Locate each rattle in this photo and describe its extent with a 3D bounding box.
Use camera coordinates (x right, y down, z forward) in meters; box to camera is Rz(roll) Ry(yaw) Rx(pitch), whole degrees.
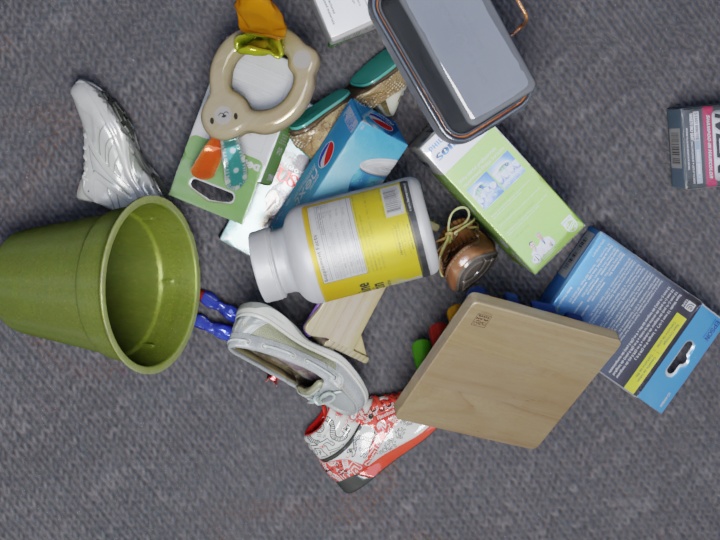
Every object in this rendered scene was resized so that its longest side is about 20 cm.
[{"bbox_3d":[-0.135,-0.190,1.292,0.130,0.143,0.200,39,91,-7],"label":"rattle"}]

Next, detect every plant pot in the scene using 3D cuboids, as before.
[{"bbox_3d":[-0.317,0.013,1.351,0.188,0.200,0.202,2,98,24],"label":"plant pot"}]

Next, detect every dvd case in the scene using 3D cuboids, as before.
[{"bbox_3d":[-0.066,-0.093,1.435,0.145,0.022,0.201,29,94,-6],"label":"dvd case"}]

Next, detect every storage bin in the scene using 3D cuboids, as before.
[{"bbox_3d":[0.112,-0.242,1.221,0.145,0.134,0.201,-30,99,1],"label":"storage bin"}]

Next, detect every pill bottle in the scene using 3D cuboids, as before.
[{"bbox_3d":[-0.018,-0.028,1.291,0.198,0.112,0.113,-14,98,4],"label":"pill bottle"}]

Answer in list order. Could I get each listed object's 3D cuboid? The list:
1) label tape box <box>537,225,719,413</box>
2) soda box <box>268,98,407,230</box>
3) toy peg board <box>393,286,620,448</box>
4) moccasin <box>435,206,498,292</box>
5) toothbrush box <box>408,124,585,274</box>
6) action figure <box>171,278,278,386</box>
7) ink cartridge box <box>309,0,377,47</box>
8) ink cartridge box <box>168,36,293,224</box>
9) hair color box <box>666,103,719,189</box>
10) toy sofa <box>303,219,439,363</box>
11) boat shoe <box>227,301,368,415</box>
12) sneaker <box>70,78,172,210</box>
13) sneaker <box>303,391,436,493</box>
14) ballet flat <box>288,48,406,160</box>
[{"bbox_3d":[0.329,0.061,1.452,0.199,0.066,0.144,34,95,-9],"label":"label tape box"},{"bbox_3d":[-0.030,-0.093,1.358,0.067,0.064,0.201,24,114,-26],"label":"soda box"},{"bbox_3d":[0.163,0.095,1.379,0.198,0.098,0.200,15,128,-22],"label":"toy peg board"},{"bbox_3d":[0.119,-0.028,1.361,0.078,0.201,0.074,46,107,-2],"label":"moccasin"},{"bbox_3d":[0.157,-0.102,1.381,0.086,0.146,0.200,-45,96,3],"label":"toothbrush box"},{"bbox_3d":[-0.147,0.076,1.417,0.198,0.099,0.066,24,96,-8],"label":"action figure"},{"bbox_3d":[0.039,-0.337,1.346,0.198,0.145,0.085,-23,98,0],"label":"ink cartridge box"},{"bbox_3d":[-0.141,-0.165,1.390,0.103,0.059,0.202,22,94,9],"label":"ink cartridge box"},{"bbox_3d":[0.485,-0.160,1.433,0.198,0.061,0.100,-6,97,-3],"label":"hair color box"},{"bbox_3d":[0.000,0.000,1.407,0.097,0.083,0.201,25,96,-25],"label":"toy sofa"},{"bbox_3d":[-0.073,0.116,1.363,0.202,0.074,0.065,42,50,-29],"label":"boat shoe"},{"bbox_3d":[-0.306,-0.128,1.393,0.099,0.078,0.201,-26,97,4],"label":"sneaker"},{"bbox_3d":[0.024,0.177,1.450,0.201,0.067,0.108,-40,100,5],"label":"sneaker"},{"bbox_3d":[0.002,-0.200,1.400,0.199,0.070,0.066,-37,118,-10],"label":"ballet flat"}]
